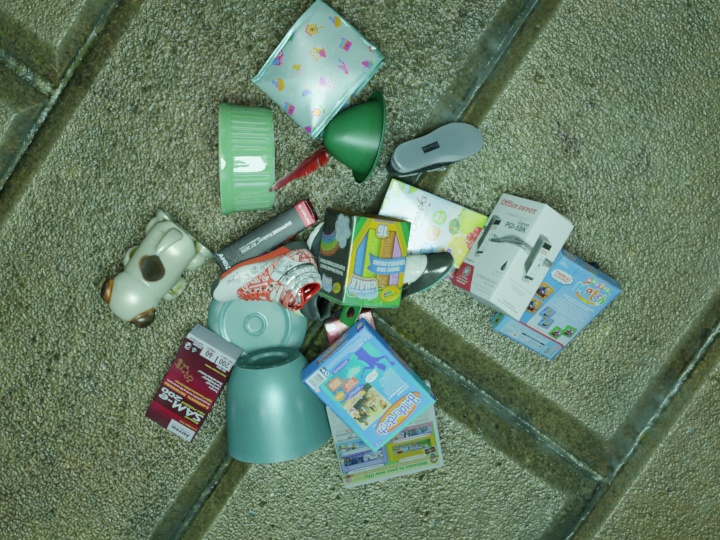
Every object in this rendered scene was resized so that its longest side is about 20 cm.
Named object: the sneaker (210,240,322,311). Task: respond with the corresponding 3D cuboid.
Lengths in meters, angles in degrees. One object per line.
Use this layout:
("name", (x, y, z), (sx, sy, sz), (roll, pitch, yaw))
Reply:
("sneaker", (-0.167, 0.032, 1.462), (0.199, 0.067, 0.109), (-25, 60, -4))

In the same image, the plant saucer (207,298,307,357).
("plant saucer", (-0.203, 0.102, 1.589), (0.196, 0.036, 0.204), (0, 96, -1))

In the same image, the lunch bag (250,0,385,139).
("lunch bag", (-0.075, -0.370, 1.500), (0.170, 0.122, 0.200), (41, 100, -3))

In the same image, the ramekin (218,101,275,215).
("ramekin", (-0.205, -0.203, 1.481), (0.096, 0.200, 0.204), (-1, 96, -8))

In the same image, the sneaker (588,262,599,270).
("sneaker", (0.360, 0.004, 1.566), (0.197, 0.074, 0.082), (-11, 93, -1))

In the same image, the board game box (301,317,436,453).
("board game box", (0.015, 0.206, 1.454), (0.152, 0.045, 0.200), (-40, 107, 8))

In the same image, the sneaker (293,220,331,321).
("sneaker", (-0.064, 0.004, 1.547), (0.084, 0.074, 0.203), (28, 107, 41))

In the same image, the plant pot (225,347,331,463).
("plant pot", (-0.160, 0.238, 1.512), (0.197, 0.201, 0.164), (-7, 101, 0))

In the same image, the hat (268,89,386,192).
("hat", (-0.061, -0.249, 1.456), (0.173, 0.202, 0.167), (10, 133, -18))

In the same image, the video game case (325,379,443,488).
("video game case", (0.047, 0.308, 1.530), (0.197, 0.022, 0.185), (-12, 111, -2))

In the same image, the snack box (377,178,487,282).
("snack box", (0.126, -0.073, 1.564), (0.197, 0.053, 0.144), (22, 95, -2))

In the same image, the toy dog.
("toy dog", (-0.379, 0.009, 1.506), (0.139, 0.194, 0.201), (39, 88, -16))

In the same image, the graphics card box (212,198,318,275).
("graphics card box", (-0.174, -0.064, 1.527), (0.198, 0.125, 0.051), (-30, 96, 2))

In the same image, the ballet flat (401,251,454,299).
("ballet flat", (0.084, 0.014, 1.518), (0.068, 0.069, 0.199), (29, 136, -29))

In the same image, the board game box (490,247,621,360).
("board game box", (0.364, 0.065, 1.529), (0.150, 0.037, 0.201), (27, 122, -20))

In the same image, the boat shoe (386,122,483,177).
("boat shoe", (0.140, -0.220, 1.541), (0.197, 0.068, 0.074), (-25, 85, -22))

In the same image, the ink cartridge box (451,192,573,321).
("ink cartridge box", (0.275, -0.030, 1.493), (0.082, 0.146, 0.202), (31, 88, -27))

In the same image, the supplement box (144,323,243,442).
("supplement box", (-0.320, 0.217, 1.569), (0.108, 0.061, 0.202), (30, 107, -3))

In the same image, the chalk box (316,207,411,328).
("chalk box", (0.000, 0.000, 1.467), (0.122, 0.124, 0.203), (4, 99, -29))

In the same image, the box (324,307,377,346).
("box", (0.000, 0.176, 1.564), (0.094, 0.100, 0.203), (-15, 96, 0))
